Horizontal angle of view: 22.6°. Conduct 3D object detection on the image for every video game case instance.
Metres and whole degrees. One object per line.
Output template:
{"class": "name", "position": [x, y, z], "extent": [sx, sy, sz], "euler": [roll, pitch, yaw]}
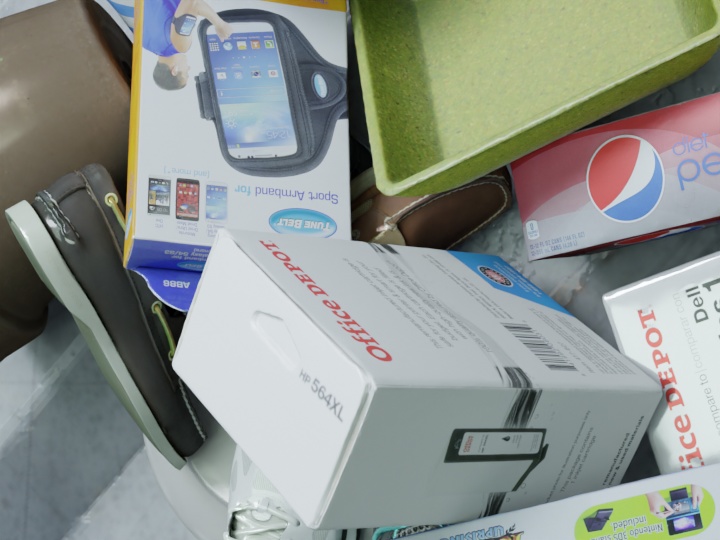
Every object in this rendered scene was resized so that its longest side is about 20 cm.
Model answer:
{"class": "video game case", "position": [0.117, 0.180, 0.904], "extent": [0.180, 0.200, 0.046], "euler": [-15, 52, 15]}

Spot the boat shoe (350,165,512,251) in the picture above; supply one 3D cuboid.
{"class": "boat shoe", "position": [0.000, 0.000, 1.013], "extent": [0.199, 0.076, 0.072], "euler": [-29, 50, 10]}

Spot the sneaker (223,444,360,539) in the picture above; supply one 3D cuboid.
{"class": "sneaker", "position": [-0.053, 0.176, 1.001], "extent": [0.075, 0.115, 0.203], "euler": [4, 101, 19]}

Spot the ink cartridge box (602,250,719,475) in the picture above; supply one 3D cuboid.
{"class": "ink cartridge box", "position": [0.242, 0.049, 0.929], "extent": [0.199, 0.084, 0.147], "euler": [-22, 80, 18]}

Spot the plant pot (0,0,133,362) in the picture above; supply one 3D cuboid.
{"class": "plant pot", "position": [-0.204, -0.071, 1.053], "extent": [0.174, 0.200, 0.201], "euler": [-32, 77, 7]}

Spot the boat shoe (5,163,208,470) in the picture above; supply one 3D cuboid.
{"class": "boat shoe", "position": [-0.126, 0.030, 1.012], "extent": [0.060, 0.202, 0.072], "euler": [-35, 39, -12]}

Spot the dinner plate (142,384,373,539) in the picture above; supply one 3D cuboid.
{"class": "dinner plate", "position": [-0.046, 0.081, 1.071], "extent": [0.198, 0.024, 0.202], "euler": [-1, 88, 20]}

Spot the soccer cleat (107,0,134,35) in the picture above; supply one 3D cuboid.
{"class": "soccer cleat", "position": [-0.106, -0.156, 1.062], "extent": [0.070, 0.086, 0.200], "euler": [-39, 73, -15]}

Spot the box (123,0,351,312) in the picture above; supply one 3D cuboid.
{"class": "box", "position": [-0.066, -0.071, 0.977], "extent": [0.118, 0.042, 0.202], "euler": [5, 60, -13]}

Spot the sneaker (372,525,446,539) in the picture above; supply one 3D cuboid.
{"class": "sneaker", "position": [0.030, 0.183, 1.015], "extent": [0.200, 0.078, 0.091], "euler": [-44, 69, 3]}

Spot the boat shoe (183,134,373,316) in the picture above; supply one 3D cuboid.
{"class": "boat shoe", "position": [-0.084, -0.028, 1.057], "extent": [0.199, 0.068, 0.072], "euler": [-22, 64, 16]}

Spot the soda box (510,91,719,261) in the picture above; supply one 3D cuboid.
{"class": "soda box", "position": [0.180, -0.056, 0.941], "extent": [0.199, 0.070, 0.064], "euler": [-14, 84, 34]}

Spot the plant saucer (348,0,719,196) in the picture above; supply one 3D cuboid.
{"class": "plant saucer", "position": [0.095, -0.138, 0.977], "extent": [0.199, 0.048, 0.201], "euler": [-25, 45, 18]}

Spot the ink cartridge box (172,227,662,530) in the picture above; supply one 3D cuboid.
{"class": "ink cartridge box", "position": [0.027, 0.054, 0.901], "extent": [0.146, 0.199, 0.085], "euler": [43, 119, 43]}
